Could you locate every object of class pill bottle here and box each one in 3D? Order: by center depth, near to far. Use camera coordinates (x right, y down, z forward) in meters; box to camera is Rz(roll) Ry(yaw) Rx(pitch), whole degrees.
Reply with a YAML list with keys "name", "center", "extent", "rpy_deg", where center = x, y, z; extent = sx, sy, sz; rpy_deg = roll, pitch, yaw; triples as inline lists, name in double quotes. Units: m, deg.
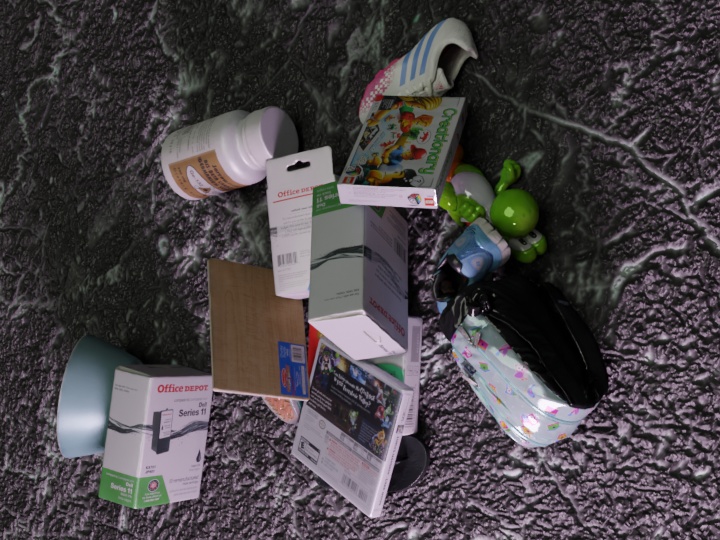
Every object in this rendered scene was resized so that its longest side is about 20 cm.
- name: "pill bottle"
  center: [-0.198, -0.182, 1.581]
  extent: [0.200, 0.114, 0.115]
  rpy_deg: [-12, 78, 35]

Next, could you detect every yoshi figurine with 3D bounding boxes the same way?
- name: "yoshi figurine"
  center: [0.160, -0.095, 1.318]
  extent: [0.200, 0.112, 0.113]
  rpy_deg: [42, 103, 28]

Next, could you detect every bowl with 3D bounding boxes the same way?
- name: "bowl"
  center: [-0.404, 0.208, 1.666]
  extent: [0.105, 0.201, 0.202]
  rpy_deg: [7, 89, 2]

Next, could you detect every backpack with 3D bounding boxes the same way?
- name: "backpack"
  center: [0.201, 0.109, 1.251]
  extent: [0.200, 0.167, 0.127]
  rpy_deg: [53, 133, 22]

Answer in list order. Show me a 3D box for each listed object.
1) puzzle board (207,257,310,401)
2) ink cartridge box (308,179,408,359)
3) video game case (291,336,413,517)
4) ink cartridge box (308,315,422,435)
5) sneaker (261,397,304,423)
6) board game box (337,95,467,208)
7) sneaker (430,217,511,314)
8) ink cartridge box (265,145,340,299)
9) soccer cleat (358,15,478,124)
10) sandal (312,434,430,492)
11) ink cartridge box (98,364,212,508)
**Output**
- name: "puzzle board"
  center: [-0.147, 0.086, 1.474]
  extent: [0.017, 0.150, 0.201]
  rpy_deg: [-37, 50, 46]
- name: "ink cartridge box"
  center: [0.000, 0.000, 1.361]
  extent: [0.083, 0.147, 0.201]
  rpy_deg: [-12, 60, 23]
- name: "video game case"
  center: [-0.015, 0.209, 1.415]
  extent: [0.200, 0.023, 0.182]
  rpy_deg: [27, 107, 50]
- name: "ink cartridge box"
  center: [-0.008, 0.142, 1.453]
  extent: [0.199, 0.050, 0.162]
  rpy_deg: [0, 85, 34]
- name: "sneaker"
  center: [-0.122, 0.124, 1.526]
  extent: [0.071, 0.080, 0.200]
  rpy_deg: [-24, 93, 49]
- name: "board game box"
  center: [0.057, -0.156, 1.332]
  extent: [0.126, 0.035, 0.200]
  rpy_deg: [4, 44, 16]
- name: "sneaker"
  center: [0.118, 0.009, 1.299]
  extent: [0.078, 0.090, 0.200]
  rpy_deg: [49, 157, 19]
- name: "ink cartridge box"
  center: [-0.067, -0.067, 1.493]
  extent: [0.116, 0.068, 0.201]
  rpy_deg: [-10, 80, 24]
- name: "soccer cleat"
  center: [0.077, -0.257, 1.411]
  extent: [0.200, 0.070, 0.086]
  rpy_deg: [-45, 53, 23]
- name: "sandal"
  center: [0.007, 0.272, 1.427]
  extent: [0.200, 0.048, 0.076]
  rpy_deg: [-16, 76, 35]
- name: "ink cartridge box"
  center: [-0.312, 0.250, 1.592]
  extent: [0.083, 0.146, 0.201]
  rpy_deg: [8, 91, 34]
